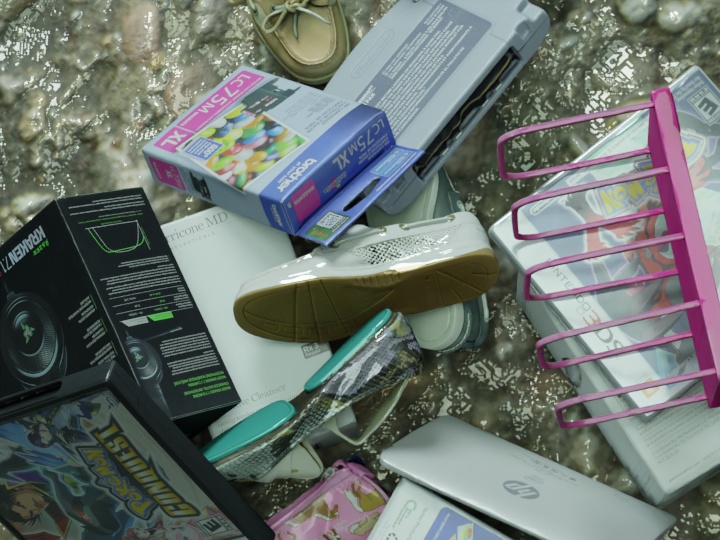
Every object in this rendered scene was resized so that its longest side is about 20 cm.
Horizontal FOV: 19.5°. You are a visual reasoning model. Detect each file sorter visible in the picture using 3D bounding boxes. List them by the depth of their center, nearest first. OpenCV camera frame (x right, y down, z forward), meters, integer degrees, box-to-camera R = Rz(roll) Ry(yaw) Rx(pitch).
[{"bbox_3d":[0.173,-0.001,1.442,0.125,0.139,0.201,-12,78,4],"label":"file sorter"}]

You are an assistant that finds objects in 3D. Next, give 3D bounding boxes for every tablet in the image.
[{"bbox_3d":[0.125,0.161,1.547,0.200,0.130,0.014,22,110,21],"label":"tablet"}]

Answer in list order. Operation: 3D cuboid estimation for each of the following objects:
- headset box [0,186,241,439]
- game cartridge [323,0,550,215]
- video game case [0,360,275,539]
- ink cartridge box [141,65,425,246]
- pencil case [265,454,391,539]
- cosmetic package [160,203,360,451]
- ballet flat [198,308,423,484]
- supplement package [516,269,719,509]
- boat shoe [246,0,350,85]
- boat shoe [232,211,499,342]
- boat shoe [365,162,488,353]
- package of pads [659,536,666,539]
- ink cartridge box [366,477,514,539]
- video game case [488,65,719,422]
[{"bbox_3d":[-0.203,0.068,1.582,0.174,0.093,0.200,-36,74,39],"label":"headset box"},{"bbox_3d":[0.043,-0.146,1.646,0.200,0.041,0.133,-50,50,-6],"label":"game cartridge"},{"bbox_3d":[-0.189,0.159,1.520,0.180,0.200,0.026,-18,36,31],"label":"video game case"},{"bbox_3d":[-0.061,-0.091,1.605,0.200,0.042,0.119,24,56,40],"label":"ink cartridge box"},{"bbox_3d":[-0.060,0.225,1.585,0.200,0.083,0.087,-38,79,-3],"label":"pencil case"},{"bbox_3d":[-0.084,0.050,1.623,0.113,0.081,0.200,-22,78,-2],"label":"cosmetic package"},{"bbox_3d":[-0.034,0.112,1.536,0.200,0.072,0.072,-37,78,-4],"label":"ballet flat"},{"bbox_3d":[0.217,0.062,1.576,0.117,0.117,0.200,-32,77,-3],"label":"supplement package"},{"bbox_3d":[-0.067,-0.244,1.693,0.073,0.063,0.200,-25,78,-1],"label":"boat shoe"},{"bbox_3d":[0.000,0.000,1.572,0.199,0.071,0.069,-11,50,-5],"label":"boat shoe"},{"bbox_3d":[0.056,-0.027,1.647,0.073,0.062,0.200,-30,61,34],"label":"boat shoe"},{"bbox_3d":[0.152,0.284,1.558,0.200,0.076,0.121,-18,75,1],"label":"package of pads"},{"bbox_3d":[0.093,0.240,1.516,0.200,0.037,0.095,29,81,12],"label":"ink cartridge box"},{"bbox_3d":[0.226,-0.021,1.523,0.200,0.023,0.182,-38,79,-6],"label":"video game case"}]
